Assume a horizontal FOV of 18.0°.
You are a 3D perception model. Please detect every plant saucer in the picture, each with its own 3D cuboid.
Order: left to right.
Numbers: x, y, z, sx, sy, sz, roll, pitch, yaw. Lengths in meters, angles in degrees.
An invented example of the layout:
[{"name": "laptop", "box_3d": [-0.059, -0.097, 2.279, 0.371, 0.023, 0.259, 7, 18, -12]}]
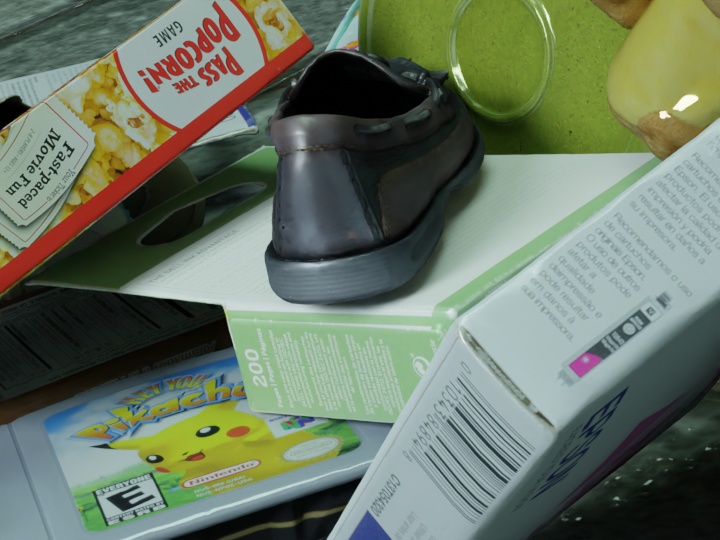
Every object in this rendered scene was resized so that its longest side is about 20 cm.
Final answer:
[{"name": "plant saucer", "box_3d": [0.062, -0.085, 0.874, 0.031, 0.200, 0.200, -11, 15, -43]}]

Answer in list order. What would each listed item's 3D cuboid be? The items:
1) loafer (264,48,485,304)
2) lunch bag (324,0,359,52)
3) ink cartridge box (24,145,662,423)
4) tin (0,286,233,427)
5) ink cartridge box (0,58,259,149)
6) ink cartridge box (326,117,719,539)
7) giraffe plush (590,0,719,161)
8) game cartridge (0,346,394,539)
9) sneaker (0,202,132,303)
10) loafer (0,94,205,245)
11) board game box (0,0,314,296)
[{"name": "loafer", "box_3d": [0.002, -0.051, 0.792, 0.072, 0.063, 0.200, -9, 19, 9]}, {"name": "lunch bag", "box_3d": [0.059, -0.094, 1.071, 0.160, 0.077, 0.200, -12, 19, 15]}, {"name": "ink cartridge box", "box_3d": [0.000, 0.000, 0.817, 0.200, 0.048, 0.145, 1, 24, 40]}, {"name": "tin", "box_3d": [-0.101, 0.034, 0.896, 0.200, 0.042, 0.112, -21, 27, -20]}, {"name": "ink cartridge box", "box_3d": [-0.161, -0.058, 1.151, 0.200, 0.041, 0.200, -16, 23, -8]}, {"name": "ink cartridge box", "box_3d": [0.085, 0.013, 0.634, 0.200, 0.043, 0.196, -35, -14, -24]}, {"name": "giraffe plush", "box_3d": [0.157, -0.111, 0.711, 0.200, 0.173, 0.162, -51, -9, 8]}, {"name": "game cartridge", "box_3d": [-0.053, 0.069, 0.782, 0.200, 0.041, 0.133, -17, 18, -11]}, {"name": "sneaker", "box_3d": [-0.188, 0.017, 0.954, 0.200, 0.077, 0.081, -14, 41, -9]}, {"name": "loafer", "box_3d": [-0.171, -0.044, 1.018, 0.200, 0.067, 0.076, -1, 55, 1]}, {"name": "board game box", "box_3d": [-0.127, -0.026, 0.846, 0.200, 0.046, 0.151, -43, 8, -38]}]
